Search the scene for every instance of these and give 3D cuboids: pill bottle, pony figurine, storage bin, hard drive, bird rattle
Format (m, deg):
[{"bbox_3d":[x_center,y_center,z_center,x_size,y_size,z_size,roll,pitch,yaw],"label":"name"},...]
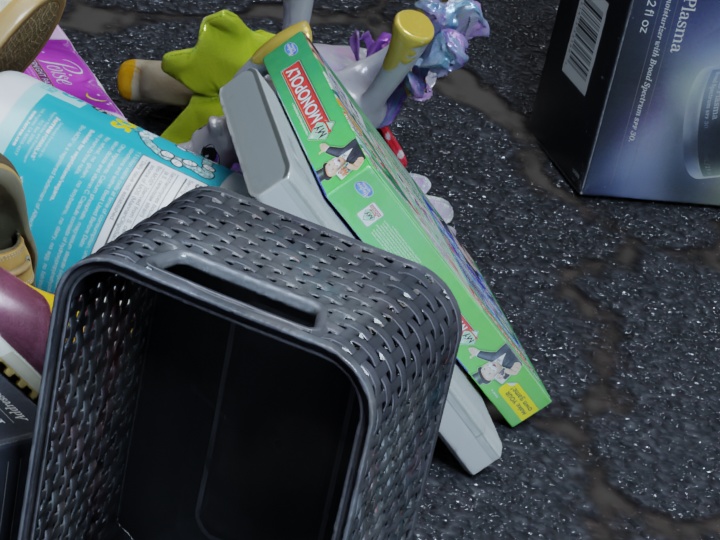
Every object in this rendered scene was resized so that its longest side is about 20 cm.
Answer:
[{"bbox_3d":[-0.121,-0.017,1.112,0.199,0.111,0.111,25,27,4],"label":"pill bottle"},{"bbox_3d":[-0.011,-0.098,1.230,0.192,0.200,0.168,7,54,-28],"label":"pony figurine"},{"bbox_3d":[-0.052,0.085,0.847,0.134,0.201,0.094,21,27,17],"label":"storage bin"},{"bbox_3d":[0.000,0.000,1.094,0.026,0.200,0.132,-33,29,7],"label":"hard drive"},{"bbox_3d":[-0.065,-0.122,1.390,0.162,0.114,0.199,12,17,40],"label":"bird rattle"}]

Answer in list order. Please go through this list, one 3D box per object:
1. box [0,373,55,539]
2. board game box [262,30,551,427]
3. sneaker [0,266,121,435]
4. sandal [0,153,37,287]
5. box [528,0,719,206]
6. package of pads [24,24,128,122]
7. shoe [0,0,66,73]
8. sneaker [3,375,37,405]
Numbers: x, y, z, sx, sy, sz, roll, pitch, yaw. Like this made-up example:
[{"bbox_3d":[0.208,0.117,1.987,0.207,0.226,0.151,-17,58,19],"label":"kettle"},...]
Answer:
[{"bbox_3d":[-0.256,0.078,0.880,0.181,0.105,0.200,-13,35,-40],"label":"box"},{"bbox_3d":[0.025,-0.021,1.131,0.029,0.200,0.135,-33,39,7],"label":"board game box"},{"bbox_3d":[-0.105,0.033,0.958,0.200,0.090,0.075,41,-8,-33],"label":"sneaker"},{"bbox_3d":[-0.187,0.003,0.998,0.080,0.200,0.054,-18,62,-8],"label":"sandal"},{"bbox_3d":[0.246,-0.157,1.479,0.197,0.201,0.123,3,26,-18],"label":"box"},{"bbox_3d":[-0.213,-0.090,1.273,0.120,0.076,0.200,-2,30,-26],"label":"package of pads"},{"bbox_3d":[-0.239,-0.093,1.133,0.053,0.200,0.070,48,13,3],"label":"shoe"},{"bbox_3d":[-0.090,0.056,1.033,0.198,0.080,0.075,2,27,-24],"label":"sneaker"}]
